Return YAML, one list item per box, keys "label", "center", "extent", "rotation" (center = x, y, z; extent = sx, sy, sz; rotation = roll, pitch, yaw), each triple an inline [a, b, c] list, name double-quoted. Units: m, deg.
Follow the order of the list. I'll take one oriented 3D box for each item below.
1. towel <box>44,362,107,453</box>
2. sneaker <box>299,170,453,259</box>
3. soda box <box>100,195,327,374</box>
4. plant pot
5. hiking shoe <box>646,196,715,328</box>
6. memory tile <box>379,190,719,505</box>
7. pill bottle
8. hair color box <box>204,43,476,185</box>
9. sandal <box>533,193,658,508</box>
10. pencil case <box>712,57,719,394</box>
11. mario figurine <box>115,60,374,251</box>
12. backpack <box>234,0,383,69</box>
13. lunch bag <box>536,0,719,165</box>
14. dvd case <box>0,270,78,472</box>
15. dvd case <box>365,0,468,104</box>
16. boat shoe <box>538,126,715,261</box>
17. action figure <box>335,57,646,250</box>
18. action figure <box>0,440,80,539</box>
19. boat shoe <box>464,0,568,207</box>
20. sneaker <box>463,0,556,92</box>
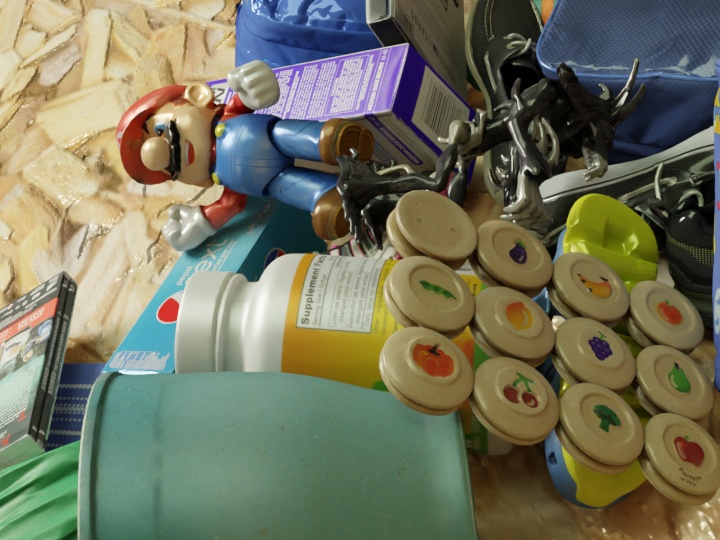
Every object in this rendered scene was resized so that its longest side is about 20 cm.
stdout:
- label: "towel"
  center: [-0.251, 0.143, 1.007]
  extent: [0.144, 0.024, 0.200]
  rotation: [-2, 44, 26]
- label: "sneaker"
  center: [0.000, 0.000, 0.980]
  extent: [0.087, 0.074, 0.200]
  rotation: [12, 55, 32]
- label: "soda box"
  center: [-0.101, 0.026, 1.015]
  extent: [0.064, 0.068, 0.200]
  rotation: [1, 44, 33]
- label: "plant pot"
  center: [-0.032, 0.144, 0.739]
  extent: [0.187, 0.200, 0.200]
  rotation: [-6, 38, 1]
- label: "hiking shoe"
  center: [0.274, -0.039, 0.835]
  extent: [0.200, 0.101, 0.076]
  rotation: [-22, 31, 5]
- label: "memory tile"
  center: [0.105, 0.037, 0.759]
  extent: [0.200, 0.017, 0.153]
  rotation: [20, 43, -13]
- label: "pill bottle"
  center: [-0.004, 0.048, 0.843]
  extent: [0.199, 0.111, 0.111]
  rotation: [4, 42, 9]
- label: "hair color box"
  center: [-0.021, -0.104, 1.066]
  extent: [0.200, 0.109, 0.065]
  rotation: [-3, 61, 39]
- label: "sandal"
  center: [0.136, 0.055, 0.843]
  extent: [0.087, 0.079, 0.200]
  rotation: [-49, 24, 48]
- label: "pencil case"
  center: [0.233, -0.021, 0.767]
  extent: [0.078, 0.201, 0.087]
  rotation: [-5, 8, -16]
- label: "mario figurine"
  center: [-0.096, -0.075, 0.978]
  extent: [0.200, 0.106, 0.124]
  rotation: [13, 76, 31]
- label: "backpack"
  center: [-0.030, -0.222, 1.163]
  extent: [0.162, 0.168, 0.200]
  rotation: [4, 41, 2]
- label: "lunch bag"
  center: [0.223, -0.141, 0.974]
  extent: [0.200, 0.132, 0.136]
  rotation: [10, 61, 35]
- label: "dvd case"
  center: [-0.278, 0.094, 1.026]
  extent: [0.146, 0.022, 0.200]
  rotation: [-30, 29, 14]
- label: "dvd case"
  center: [0.044, -0.225, 1.083]
  extent: [0.025, 0.150, 0.200]
  rotation: [-13, 57, 22]
- label: "boat shoe"
  center: [0.201, -0.041, 0.912]
  extent: [0.199, 0.074, 0.068]
  rotation: [-9, 46, 25]
- label: "action figure"
  center: [0.092, -0.061, 0.889]
  extent: [0.200, 0.119, 0.102]
  rotation: [-19, 73, 11]
- label: "action figure"
  center: [-0.205, 0.162, 0.908]
  extent: [0.200, 0.055, 0.118]
  rotation: [-29, 52, -26]
- label: "boat shoe"
  center: [0.123, -0.141, 1.034]
  extent: [0.072, 0.063, 0.200]
  rotation: [10, 60, -19]
- label: "sneaker"
  center: [0.177, -0.192, 1.114]
  extent: [0.200, 0.071, 0.080]
  rotation: [-29, 39, 3]
